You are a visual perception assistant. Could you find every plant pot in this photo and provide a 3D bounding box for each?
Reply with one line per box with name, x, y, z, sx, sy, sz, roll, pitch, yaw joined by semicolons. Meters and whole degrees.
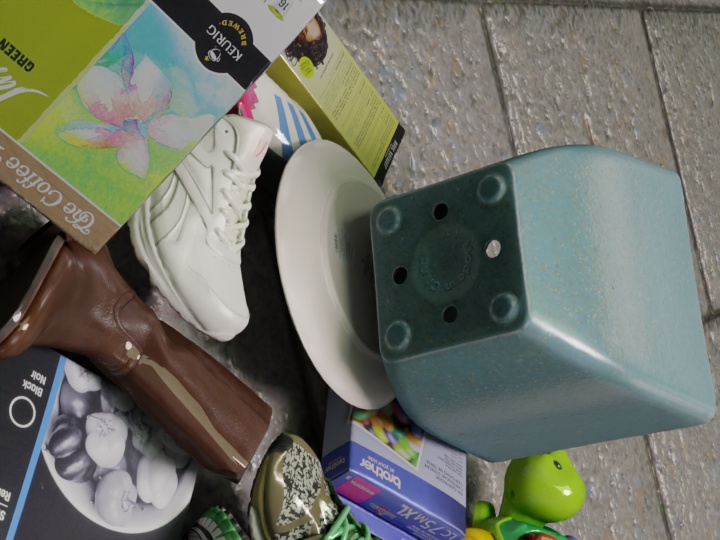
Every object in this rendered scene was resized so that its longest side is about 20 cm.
plant pot;0.112;0.016;0.910;0.200;0.196;0.197;21;60;-52

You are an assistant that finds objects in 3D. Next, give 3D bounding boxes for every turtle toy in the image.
turtle toy;0.139;0.244;1.052;0.146;0.101;0.200;24;61;-64

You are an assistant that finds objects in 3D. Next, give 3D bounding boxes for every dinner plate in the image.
dinner plate;0.000;0.000;0.929;0.200;0.024;0.200;37;46;-50

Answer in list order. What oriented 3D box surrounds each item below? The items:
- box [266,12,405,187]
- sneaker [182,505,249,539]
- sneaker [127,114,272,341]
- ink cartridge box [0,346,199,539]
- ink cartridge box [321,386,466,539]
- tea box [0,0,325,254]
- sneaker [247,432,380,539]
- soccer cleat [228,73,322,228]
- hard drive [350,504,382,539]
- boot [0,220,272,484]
box;-0.044;-0.152;1.000;0.200;0.050;0.075;50;44;-32
sneaker;-0.088;0.204;0.755;0.085;0.200;0.078;-30;105;-7
sneaker;-0.099;-0.056;0.824;0.078;0.099;0.200;24;45;-72
ink cartridge box;-0.189;0.149;0.731;0.198;0.043;0.200;38;53;-40
ink cartridge box;0.028;0.126;0.966;0.119;0.042;0.200;34;41;-27
tea box;-0.165;-0.156;0.698;0.197;0.134;0.200;-48;123;2
sneaker;-0.004;0.188;0.835;0.077;0.089;0.200;-53;128;-49
soccer cleat;-0.084;-0.114;0.935;0.200;0.070;0.086;54;27;-31
hard drive;-0.008;0.235;0.937;0.200;0.042;0.135;-38;109;-50
boot;-0.126;0.065;0.743;0.200;0.064;0.186;50;14;-15
